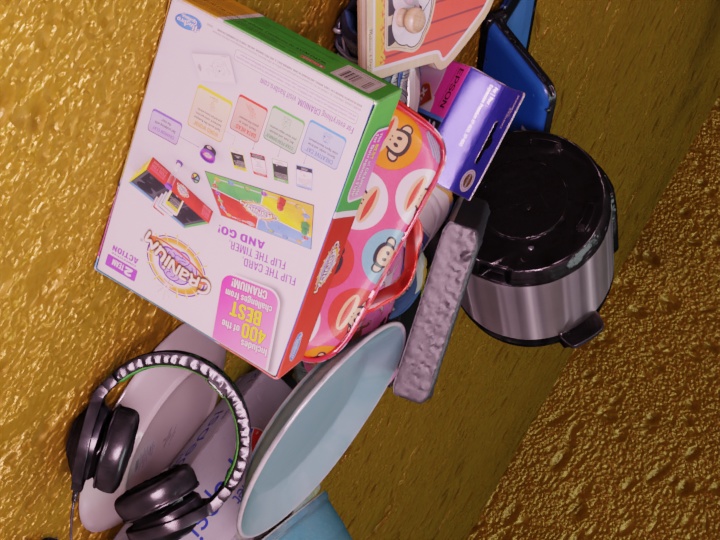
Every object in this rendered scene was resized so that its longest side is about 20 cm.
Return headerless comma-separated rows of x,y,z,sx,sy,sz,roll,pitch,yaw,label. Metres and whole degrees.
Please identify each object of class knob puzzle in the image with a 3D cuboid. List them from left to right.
0.070,-0.249,1.158,0.219,0.030,0.223,-26,124,-46,knob puzzle

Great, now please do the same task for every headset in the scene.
-0.167,0.148,1.117,0.200,0.123,0.094,-46,-177,-2,headset

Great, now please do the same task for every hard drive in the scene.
0.069,0.018,1.245,0.200,0.032,0.141,-55,163,-79,hard drive

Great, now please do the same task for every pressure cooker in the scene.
0.169,-0.023,1.541,0.201,0.176,0.178,72,28,-58,pressure cooker

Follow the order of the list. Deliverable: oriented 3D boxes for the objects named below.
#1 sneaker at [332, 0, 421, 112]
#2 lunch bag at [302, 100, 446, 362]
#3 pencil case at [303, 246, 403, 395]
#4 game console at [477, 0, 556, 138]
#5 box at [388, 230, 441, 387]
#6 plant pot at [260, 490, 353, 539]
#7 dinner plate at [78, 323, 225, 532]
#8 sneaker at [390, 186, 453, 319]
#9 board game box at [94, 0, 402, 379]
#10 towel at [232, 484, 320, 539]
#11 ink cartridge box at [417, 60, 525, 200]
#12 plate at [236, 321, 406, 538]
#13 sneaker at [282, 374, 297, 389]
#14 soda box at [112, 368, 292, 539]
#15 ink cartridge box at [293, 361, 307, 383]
0.007,-0.173,1.201,0.085,0.076,0.203,-13,121,-60,sneaker
-0.030,-0.042,1.089,0.201,0.175,0.082,-58,-155,1,lunch bag
0.000,0.000,1.221,0.087,0.082,0.202,-110,-159,-55,pencil case
0.183,-0.203,1.613,0.117,0.171,0.201,-26,152,-16,game console
0.059,-0.014,1.587,0.201,0.047,0.195,-58,159,-44,box
-0.051,0.321,1.280,0.199,0.189,0.200,-38,175,-4,plant pot
-0.161,0.129,1.247,0.201,0.024,0.201,-53,161,-27,dinner plate
0.016,-0.010,1.343,0.088,0.075,0.201,-48,164,-34,sneaker
-0.076,-0.055,0.967,0.040,0.152,0.202,-33,149,-59,board game box
-0.133,0.250,1.389,0.171,0.048,0.200,-42,174,19,towel
0.058,-0.127,1.257,0.037,0.200,0.096,25,95,-29,ink cartridge box
-0.035,0.116,1.159,0.201,0.025,0.201,-49,164,-19,plate
-0.096,0.160,1.468,0.082,0.072,0.201,-24,153,-14,sneaker
-0.121,0.176,1.250,0.201,0.068,0.063,-53,-166,-28,soda box
-0.018,0.016,1.500,0.163,0.056,0.202,87,15,-62,ink cartridge box
